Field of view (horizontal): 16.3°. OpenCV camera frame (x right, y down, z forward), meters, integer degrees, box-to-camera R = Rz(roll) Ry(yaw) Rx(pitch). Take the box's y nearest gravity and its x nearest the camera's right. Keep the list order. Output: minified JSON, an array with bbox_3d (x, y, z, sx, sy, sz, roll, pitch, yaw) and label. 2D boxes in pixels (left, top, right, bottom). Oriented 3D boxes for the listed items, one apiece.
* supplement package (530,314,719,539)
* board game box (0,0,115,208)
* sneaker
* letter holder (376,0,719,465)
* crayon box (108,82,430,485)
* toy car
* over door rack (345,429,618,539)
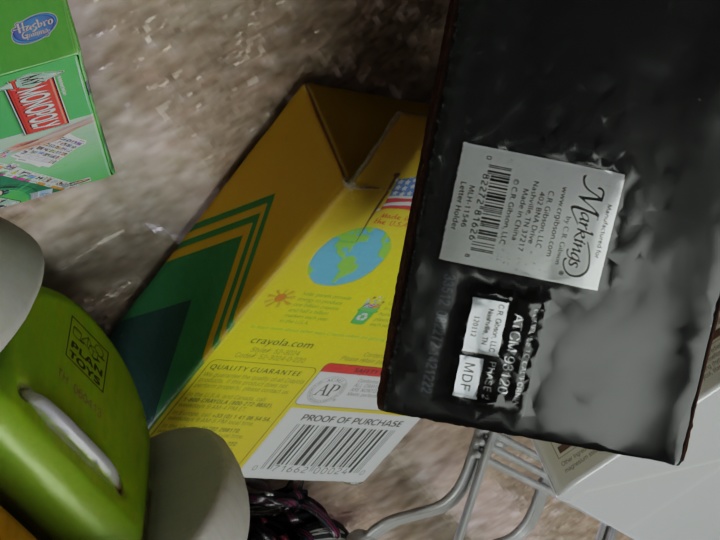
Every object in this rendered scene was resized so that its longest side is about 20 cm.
[{"bbox_3d":[0.172,0.014,1.016,0.199,0.111,0.156,-35,146,17],"label":"supplement package"},{"bbox_3d":[-0.142,-0.037,0.720,0.134,0.029,0.200,-17,174,-5],"label":"board game box"},{"bbox_3d":[-0.047,0.117,1.059,0.075,0.081,0.200,-43,154,-1],"label":"sneaker"},{"bbox_3d":[0.073,-0.064,0.813,0.100,0.142,0.202,10,113,-2],"label":"letter holder"},{"bbox_3d":[0.000,0.000,0.936,0.126,0.051,0.200,7,136,-40],"label":"crayon box"},{"bbox_3d":[-0.140,0.095,0.850,0.149,0.201,0.175,-25,124,28],"label":"toy car"},{"bbox_3d":[0.051,0.162,1.096,0.066,0.202,0.147,-1,162,32],"label":"over door rack"}]
